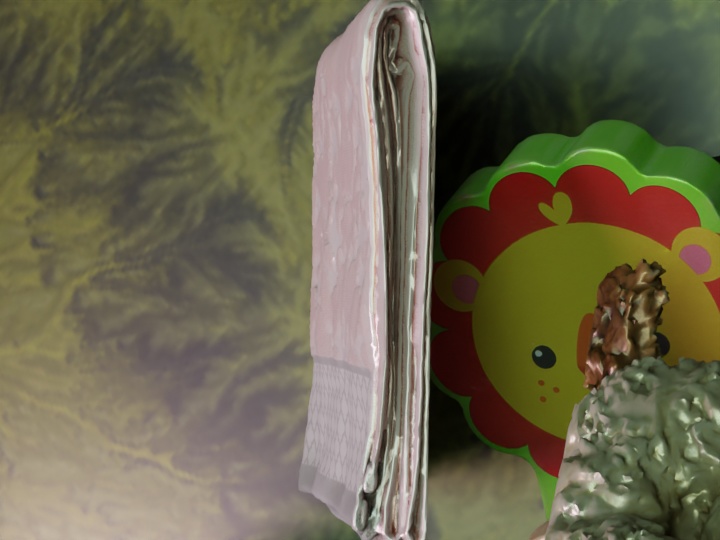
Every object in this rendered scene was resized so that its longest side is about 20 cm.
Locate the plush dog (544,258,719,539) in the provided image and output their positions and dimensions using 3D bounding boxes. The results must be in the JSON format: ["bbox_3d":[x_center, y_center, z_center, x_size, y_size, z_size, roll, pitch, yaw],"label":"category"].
[{"bbox_3d":[0.149,0.086,0.732,0.170,0.200,0.162,9,71,9],"label":"plush dog"}]

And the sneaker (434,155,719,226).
[{"bbox_3d":[0.118,0.008,0.883,0.198,0.077,0.089,2,114,27],"label":"sneaker"}]

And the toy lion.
[{"bbox_3d":[0.119,0.039,0.829,0.198,0.069,0.193,-1,115,25],"label":"toy lion"}]

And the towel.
[{"bbox_3d":[0.000,0.000,0.866,0.032,0.200,0.193,1,90,-7],"label":"towel"}]
